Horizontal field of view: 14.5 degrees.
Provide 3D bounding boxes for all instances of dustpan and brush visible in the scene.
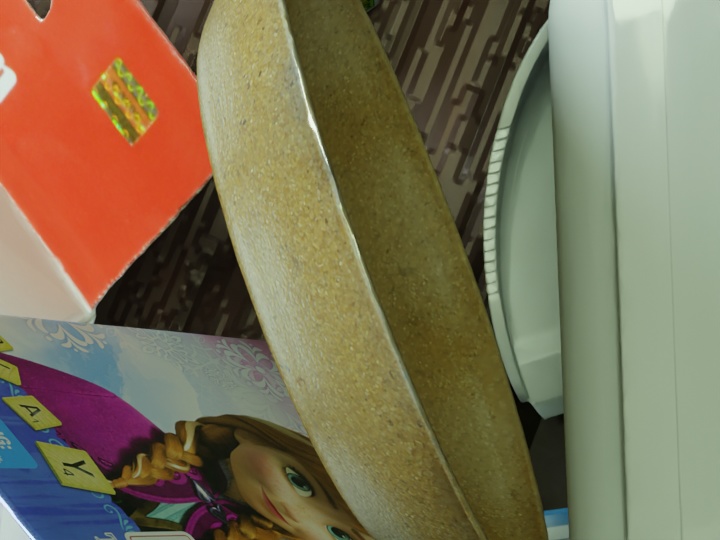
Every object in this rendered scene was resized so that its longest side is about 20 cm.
[{"bbox_3d":[0.088,-0.066,0.827,0.139,0.057,0.201,-16,94,0],"label":"dustpan and brush"}]

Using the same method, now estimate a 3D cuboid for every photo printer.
[{"bbox_3d":[0.134,-0.020,0.786,0.165,0.069,0.201,-5,98,-11],"label":"photo printer"}]

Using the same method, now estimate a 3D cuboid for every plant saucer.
[{"bbox_3d":[0.000,0.000,0.746,0.035,0.200,0.201,-21,79,9],"label":"plant saucer"}]

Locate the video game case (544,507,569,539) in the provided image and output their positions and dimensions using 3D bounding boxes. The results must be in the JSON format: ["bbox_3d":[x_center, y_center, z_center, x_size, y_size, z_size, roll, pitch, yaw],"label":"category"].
[{"bbox_3d":[0.149,0.131,0.836,0.199,0.018,0.144,-8,78,-1],"label":"video game case"}]

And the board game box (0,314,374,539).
[{"bbox_3d":[-0.020,0.090,0.729,0.200,0.199,0.041,46,112,30],"label":"board game box"}]

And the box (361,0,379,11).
[{"bbox_3d":[-0.059,-0.171,0.852,0.035,0.110,0.201,-30,79,-5],"label":"box"}]

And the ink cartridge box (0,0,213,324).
[{"bbox_3d":[-0.145,-0.057,0.810,0.043,0.174,0.200,-26,75,-47],"label":"ink cartridge box"}]
